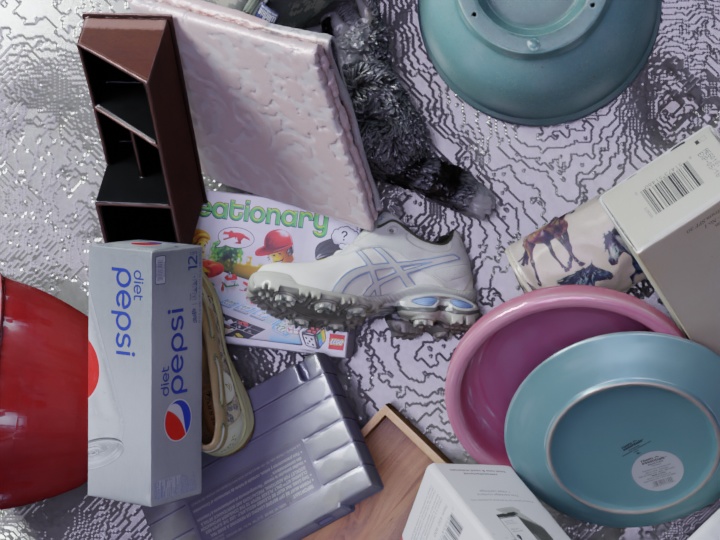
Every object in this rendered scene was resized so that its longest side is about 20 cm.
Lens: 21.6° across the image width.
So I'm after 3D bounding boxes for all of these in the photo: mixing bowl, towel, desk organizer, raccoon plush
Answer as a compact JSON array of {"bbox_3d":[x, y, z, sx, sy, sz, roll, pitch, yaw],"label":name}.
[{"bbox_3d":[-0.257,0.107,1.537,0.108,0.200,0.200,9,90,-15],"label":"mixing bowl"},{"bbox_3d":[-0.081,-0.129,1.484,0.191,0.200,0.032,19,56,30],"label":"towel"},{"bbox_3d":[-0.174,-0.100,1.475,0.072,0.200,0.077,2,47,8],"label":"desk organizer"},{"bbox_3d":[0.034,-0.139,1.556,0.200,0.097,0.134,26,79,-20],"label":"raccoon plush"}]

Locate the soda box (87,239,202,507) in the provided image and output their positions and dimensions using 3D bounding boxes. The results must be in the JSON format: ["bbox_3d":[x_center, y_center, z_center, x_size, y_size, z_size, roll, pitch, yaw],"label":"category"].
[{"bbox_3d":[-0.168,0.078,1.467,0.068,0.063,0.200,6,99,34],"label":"soda box"}]

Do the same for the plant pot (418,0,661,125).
[{"bbox_3d":[0.138,-0.221,1.494,0.200,0.134,0.201,0,89,8],"label":"plant pot"}]

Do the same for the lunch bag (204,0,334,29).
[{"bbox_3d":[-0.096,-0.281,1.516,0.200,0.139,0.168,42,94,19],"label":"lunch bag"}]

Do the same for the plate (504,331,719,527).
[{"bbox_3d":[0.213,0.133,1.476,0.200,0.026,0.200,2,124,2],"label":"plate"}]

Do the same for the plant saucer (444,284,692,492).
[{"bbox_3d":[0.167,0.088,1.493,0.200,0.051,0.201,2,125,3],"label":"plant saucer"}]

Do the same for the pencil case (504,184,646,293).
[{"bbox_3d":[0.221,-0.027,1.512,0.200,0.078,0.090,-30,101,7],"label":"pencil case"}]

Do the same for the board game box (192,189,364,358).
[{"bbox_3d":[-0.099,-0.001,1.579,0.200,0.035,0.126,6,90,8],"label":"board game box"}]

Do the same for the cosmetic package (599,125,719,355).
[{"bbox_3d":[0.272,-0.006,1.444,0.103,0.200,0.073,-34,44,7],"label":"cosmetic package"}]

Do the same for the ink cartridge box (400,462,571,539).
[{"bbox_3d":[0.107,0.262,1.445,0.083,0.200,0.147,5,117,-30],"label":"ink cartridge box"}]

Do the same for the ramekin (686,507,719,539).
[{"bbox_3d":[0.266,0.261,1.444,0.098,0.200,0.200,44,95,14],"label":"ramekin"}]

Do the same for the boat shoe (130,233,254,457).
[{"bbox_3d":[-0.146,0.055,1.531,0.073,0.063,0.200,-30,78,10],"label":"boat shoe"}]

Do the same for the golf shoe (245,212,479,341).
[{"bbox_3d":[0.000,0.000,1.523,0.200,0.078,0.097,7,73,-28],"label":"golf shoe"}]

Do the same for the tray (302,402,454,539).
[{"bbox_3d":[-0.010,0.216,1.562,0.099,0.037,0.200,43,94,7],"label":"tray"}]

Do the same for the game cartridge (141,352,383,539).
[{"bbox_3d":[-0.088,0.169,1.548,0.200,0.038,0.130,-30,73,17],"label":"game cartridge"}]
